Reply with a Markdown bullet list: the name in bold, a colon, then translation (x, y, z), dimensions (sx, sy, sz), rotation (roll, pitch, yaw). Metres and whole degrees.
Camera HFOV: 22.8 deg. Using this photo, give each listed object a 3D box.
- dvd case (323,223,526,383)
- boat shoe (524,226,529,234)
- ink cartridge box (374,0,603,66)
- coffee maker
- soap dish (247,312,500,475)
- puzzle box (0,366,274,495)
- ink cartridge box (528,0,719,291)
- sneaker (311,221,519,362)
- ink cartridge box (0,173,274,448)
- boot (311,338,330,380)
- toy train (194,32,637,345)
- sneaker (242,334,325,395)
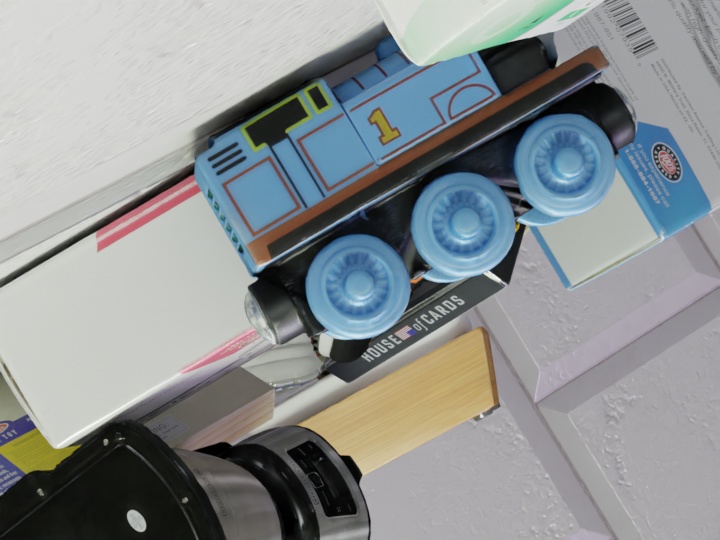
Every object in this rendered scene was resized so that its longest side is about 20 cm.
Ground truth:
- **dvd case**: translation (0.054, -0.040, 1.051), dimensions (0.150, 0.025, 0.200), rotation (-35, -152, 46)
- **boat shoe**: translation (0.113, -0.079, 1.138), dimensions (0.200, 0.072, 0.076), rotation (-59, -179, -36)
- **ink cartridge box**: translation (0.115, -0.154, 0.674), dimensions (0.200, 0.050, 0.161), rotation (-31, 177, 29)
- **coffee maker**: translation (-0.113, 0.154, 0.933), dimensions (0.192, 0.135, 0.200), rotation (-14, 171, 20)
- **soap dish**: translation (0.015, 0.107, 1.356), dimensions (0.200, 0.081, 0.157), rotation (-29, 174, 3)
- **puzzle box**: translation (-0.167, 0.090, 1.054), dimensions (0.200, 0.133, 0.025), rotation (-28, 135, -38)
- **ink cartridge box**: translation (0.163, -0.098, 1.000), dimensions (0.200, 0.145, 0.084), rotation (-28, 175, -40)
- **sneaker**: translation (0.033, -0.015, 0.927), dimensions (0.070, 0.090, 0.200), rotation (-80, -175, -45)
- **ink cartridge box**: translation (-0.103, 0.022, 0.932), dimensions (0.146, 0.085, 0.200), rotation (-31, 178, -2)
- **boot**: translation (-0.055, 0.050, 1.465), dimensions (0.075, 0.107, 0.200), rotation (-32, 178, -10)
- **toy train**: translation (0.024, -0.048, 0.803), dimensions (0.200, 0.114, 0.087), rotation (-31, -179, -6)
- **sneaker**: translation (-0.125, 0.052, 1.230), dimensions (0.200, 0.087, 0.074), rotation (-7, 171, -30)
